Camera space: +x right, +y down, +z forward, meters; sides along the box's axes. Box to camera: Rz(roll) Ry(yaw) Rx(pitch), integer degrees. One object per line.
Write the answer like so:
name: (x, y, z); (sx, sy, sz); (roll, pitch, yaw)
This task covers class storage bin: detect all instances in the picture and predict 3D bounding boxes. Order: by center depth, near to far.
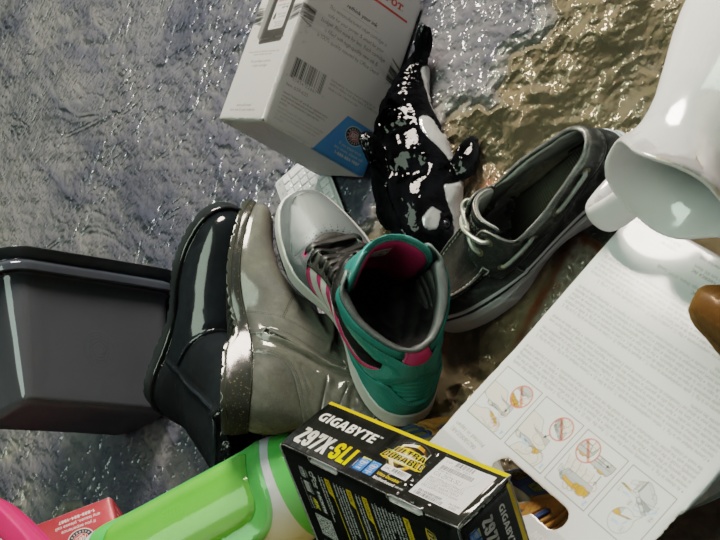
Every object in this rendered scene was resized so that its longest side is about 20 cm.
storage bin: (-0.270, 0.075, 1.107); (0.145, 0.199, 0.136); (-26, 64, 37)

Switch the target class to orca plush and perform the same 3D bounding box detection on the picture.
orca plush: (0.034, -0.101, 0.936); (0.104, 0.071, 0.203); (-12, 64, 44)

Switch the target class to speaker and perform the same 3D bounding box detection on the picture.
speaker: (-0.119, 0.200, 0.919); (0.198, 0.089, 0.089); (-29, 51, 11)

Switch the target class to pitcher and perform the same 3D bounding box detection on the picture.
pitcher: (0.215, -0.106, 0.697); (0.201, 0.121, 0.171); (-51, 9, -11)

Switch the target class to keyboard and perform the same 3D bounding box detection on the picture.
keyboard: (-0.028, -0.021, 1.016); (0.056, 0.011, 0.201); (-44, 46, 26)

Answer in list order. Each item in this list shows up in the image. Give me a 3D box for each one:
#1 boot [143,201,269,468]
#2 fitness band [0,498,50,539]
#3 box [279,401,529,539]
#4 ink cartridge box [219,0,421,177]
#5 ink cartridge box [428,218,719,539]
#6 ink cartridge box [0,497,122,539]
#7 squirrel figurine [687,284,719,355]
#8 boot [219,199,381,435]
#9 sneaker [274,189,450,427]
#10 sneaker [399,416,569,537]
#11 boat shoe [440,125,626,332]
boot: (-0.103, 0.059, 1.009); (0.168, 0.076, 0.203); (27, 99, 53)
fitness band: (-0.295, 0.258, 0.946); (0.199, 0.037, 0.145); (23, 83, 46)
box: (0.043, 0.188, 0.716); (0.049, 0.202, 0.159); (-35, 29, -31)
ink cartridge box: (-0.025, -0.193, 1.007); (0.066, 0.115, 0.203); (8, 76, 50)
ink cartridge box: (0.156, 0.077, 0.700); (0.201, 0.057, 0.162); (-50, 42, -2)
ink cartridge box: (-0.240, 0.311, 0.993); (0.143, 0.084, 0.201); (-20, 50, -6)
squirrel figurine: (0.293, 0.020, 0.567); (0.186, 0.142, 0.201); (-39, 83, -6)
boot: (-0.040, 0.040, 0.931); (0.068, 0.129, 0.202); (100, 170, -59)
sneaker: (0.000, 0.000, 0.856); (0.201, 0.083, 0.121); (58, 156, 23)
sneaker: (0.071, 0.159, 0.776); (0.200, 0.074, 0.089); (-141, 36, -68)
boat shoe: (0.099, -0.034, 0.833); (0.200, 0.070, 0.073); (-45, 46, 29)
